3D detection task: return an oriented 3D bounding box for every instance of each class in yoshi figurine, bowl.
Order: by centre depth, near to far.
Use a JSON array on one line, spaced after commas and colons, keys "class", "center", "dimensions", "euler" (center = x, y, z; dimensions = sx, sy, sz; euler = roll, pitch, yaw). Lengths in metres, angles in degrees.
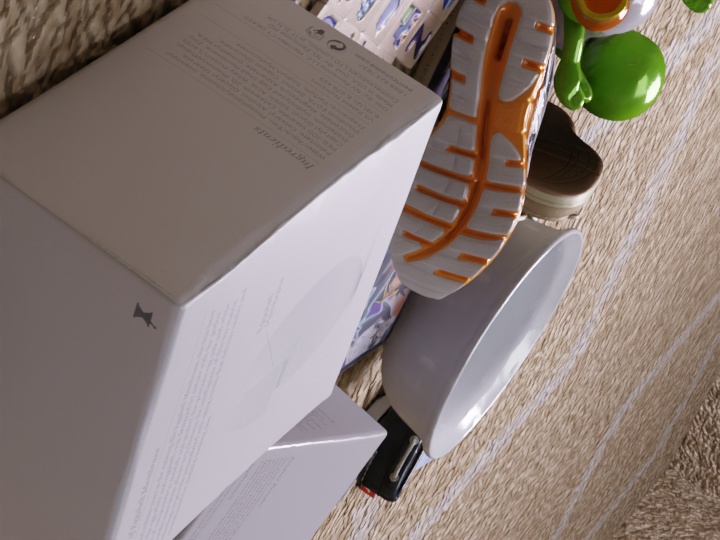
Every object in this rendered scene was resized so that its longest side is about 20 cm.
[{"class": "yoshi figurine", "center": [0.163, -0.151, 1.320], "dimensions": [0.200, 0.112, 0.113], "euler": [94, 8, -80]}, {"class": "bowl", "center": [0.072, 0.032, 1.569], "dimensions": [0.201, 0.090, 0.201], "euler": [-52, 165, -20]}]

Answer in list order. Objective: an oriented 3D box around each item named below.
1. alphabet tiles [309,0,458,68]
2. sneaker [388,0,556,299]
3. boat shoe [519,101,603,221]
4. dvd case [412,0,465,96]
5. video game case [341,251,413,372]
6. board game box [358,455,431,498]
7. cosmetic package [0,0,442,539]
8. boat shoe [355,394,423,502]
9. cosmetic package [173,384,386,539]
[{"class": "alphabet tiles", "center": [0.023, -0.154, 1.160], "dimensions": [0.200, 0.008, 0.167], "euler": [-55, 163, 4]}, {"class": "sneaker", "center": [0.075, -0.078, 1.288], "dimensions": [0.077, 0.078, 0.201], "euler": [-23, 134, -78]}, {"class": "boat shoe", "center": [0.114, -0.066, 1.419], "dimensions": [0.200, 0.073, 0.063], "euler": [-85, -164, -71]}, {"class": "dvd case", "center": [0.093, -0.184, 1.330], "dimensions": [0.149, 0.016, 0.201], "euler": [-32, 151, -57]}, {"class": "video game case", "center": [0.000, 0.000, 1.372], "dimensions": [0.181, 0.025, 0.201], "euler": [-32, 154, -52]}, {"class": "board game box", "center": [0.065, 0.133, 1.897], "dimensions": [0.103, 0.019, 0.200], "euler": [-60, 165, 19]}, {"class": "cosmetic package", "center": [-0.088, 0.007, 0.946], "dimensions": [0.200, 0.123, 0.200], "euler": [-42, 160, -47]}, {"class": "boat shoe", "center": [0.060, 0.100, 1.729], "dimensions": [0.200, 0.060, 0.076], "euler": [-53, 165, -14]}, {"class": "cosmetic package", "center": [-0.073, 0.117, 1.271], "dimensions": [0.102, 0.074, 0.200], "euler": [-54, 161, 13]}]
